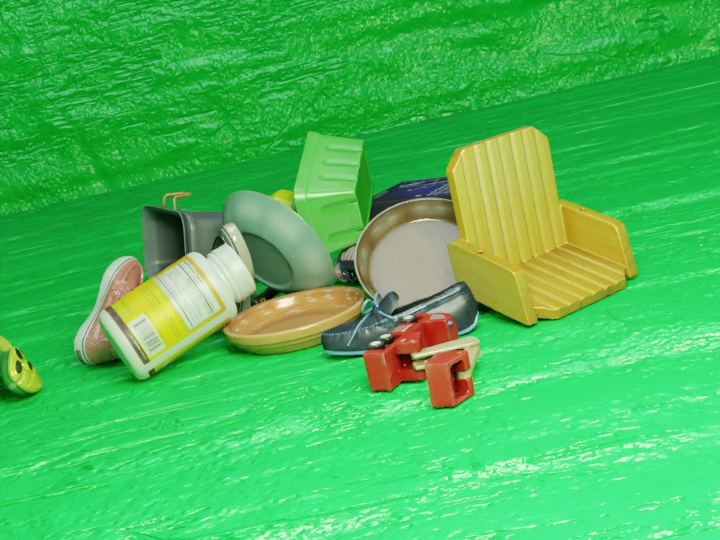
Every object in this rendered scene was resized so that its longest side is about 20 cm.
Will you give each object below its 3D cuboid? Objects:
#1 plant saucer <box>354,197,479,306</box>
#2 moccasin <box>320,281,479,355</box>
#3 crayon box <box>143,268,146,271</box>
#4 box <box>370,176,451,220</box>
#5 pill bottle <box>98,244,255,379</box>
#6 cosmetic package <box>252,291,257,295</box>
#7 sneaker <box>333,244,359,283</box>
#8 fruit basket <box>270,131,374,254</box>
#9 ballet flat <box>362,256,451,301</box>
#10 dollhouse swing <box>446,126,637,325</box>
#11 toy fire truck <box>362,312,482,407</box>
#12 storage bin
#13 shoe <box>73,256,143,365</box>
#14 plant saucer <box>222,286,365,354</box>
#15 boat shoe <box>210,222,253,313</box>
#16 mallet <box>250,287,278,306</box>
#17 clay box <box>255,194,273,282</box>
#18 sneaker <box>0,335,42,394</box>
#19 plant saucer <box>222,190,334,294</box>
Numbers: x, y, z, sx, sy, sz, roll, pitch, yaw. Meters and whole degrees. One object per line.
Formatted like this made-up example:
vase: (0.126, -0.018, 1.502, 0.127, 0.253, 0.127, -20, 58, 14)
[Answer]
plant saucer: (0.092, -0.011, 1.607, 0.199, 0.035, 0.201, -3, 53, 4)
moccasin: (0.046, 0.055, 1.500, 0.199, 0.069, 0.080, -13, 13, 1)
crayon box: (-0.270, -0.007, 2.120, 0.199, 0.052, 0.126, -9, 13, 14)
box: (0.119, -0.086, 1.951, 0.199, 0.105, 0.148, -3, 17, 35)
pill bottle: (-0.243, 0.050, 1.615, 0.200, 0.110, 0.109, -34, 19, -15)
cosmetic package: (-0.268, 0.044, 1.899, 0.199, 0.051, 0.082, -22, 18, -34)
sneaker: (0.000, 0.000, 1.825, 0.082, 0.070, 0.200, -29, 9, 4)
fruit basket: (-0.086, -0.107, 1.892, 0.215, 0.156, 0.216, -10, 34, 7)
ballet flat: (0.095, 0.002, 1.664, 0.199, 0.067, 0.067, -8, -13, 10)
dollhouse swing: (0.226, -0.066, 1.509, 0.199, 0.177, 0.181, -20, 30, -32)
toy fire truck: (0.082, 0.094, 1.343, 0.140, 0.049, 0.200, -5, 14, 29)
storage bin: (-0.252, -0.053, 1.908, 0.134, 0.146, 0.200, -7, 10, -29)
shoe: (-0.341, 0.057, 1.772, 0.091, 0.072, 0.201, -3, 43, 22)
plant saucer: (-0.087, 0.070, 1.642, 0.199, 0.038, 0.200, -13, 14, 3)
boat shoe: (-0.210, 0.018, 1.732, 0.092, 0.200, 0.075, -24, 57, -21)
mallet: (-0.109, 0.019, 1.901, 0.041, 0.066, 0.200, -8, 28, 35)
clay box: (-0.161, -0.056, 2.076, 0.047, 0.115, 0.200, -10, 14, 13)
sneaker: (-0.504, 0.148, 1.685, 0.084, 0.074, 0.200, -40, 21, -19)
plant saucer: (-0.130, -0.025, 1.737, 0.200, 0.201, 0.039, 1, 42, 46)
